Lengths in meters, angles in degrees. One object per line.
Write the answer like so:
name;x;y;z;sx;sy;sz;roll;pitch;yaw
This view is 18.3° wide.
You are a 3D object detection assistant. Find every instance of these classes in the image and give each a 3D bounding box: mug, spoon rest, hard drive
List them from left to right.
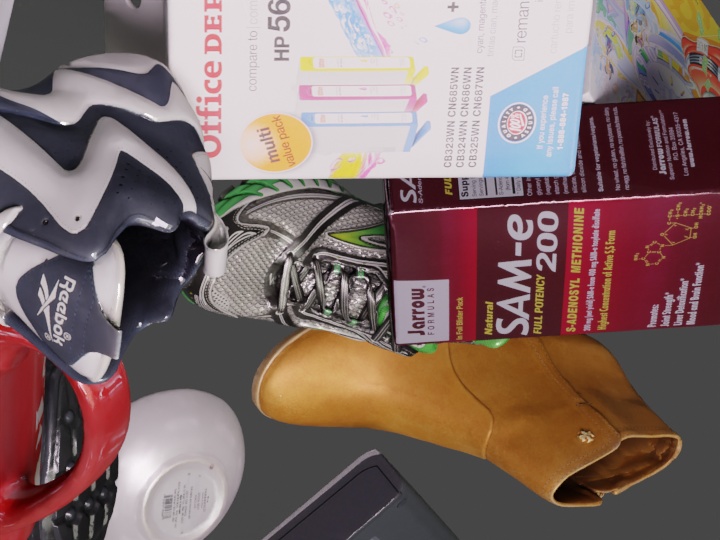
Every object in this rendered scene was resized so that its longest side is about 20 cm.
mug;-0.190;0.051;0.977;0.133;0.178;0.200;-13;134;-22
spoon rest;-0.114;0.154;1.198;0.099;0.061;0.200;-3;112;-34
hard drive;-0.014;0.177;1.240;0.140;0.033;0.200;-40;157;-2

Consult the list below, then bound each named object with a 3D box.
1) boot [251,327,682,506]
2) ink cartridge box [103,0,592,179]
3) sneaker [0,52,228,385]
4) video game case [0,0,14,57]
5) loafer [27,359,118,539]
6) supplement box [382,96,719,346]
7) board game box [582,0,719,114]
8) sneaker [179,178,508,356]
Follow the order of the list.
boot;0.059;0.075;1.178;0.201;0.144;0.071;-11;128;-27
ink cartridge box;-0.011;-0.122;0.957;0.200;0.125;0.129;-2;127;-6
sneaker;-0.141;-0.008;0.841;0.199;0.130;0.080;-9;134;-24
video game case;-0.207;-0.168;0.836;0.200;0.023;0.182;16;84;-41
loafer;-0.165;0.135;1.130;0.068;0.070;0.201;-33;131;-58
supplement box;0.111;-0.023;1.044;0.200;0.061;0.109;-4;144;1
board game box;0.148;-0.087;1.128;0.034;0.134;0.200;-9;147;30
sneaker;0.000;0.000;1.123;0.200;0.085;0.078;1;123;-34
